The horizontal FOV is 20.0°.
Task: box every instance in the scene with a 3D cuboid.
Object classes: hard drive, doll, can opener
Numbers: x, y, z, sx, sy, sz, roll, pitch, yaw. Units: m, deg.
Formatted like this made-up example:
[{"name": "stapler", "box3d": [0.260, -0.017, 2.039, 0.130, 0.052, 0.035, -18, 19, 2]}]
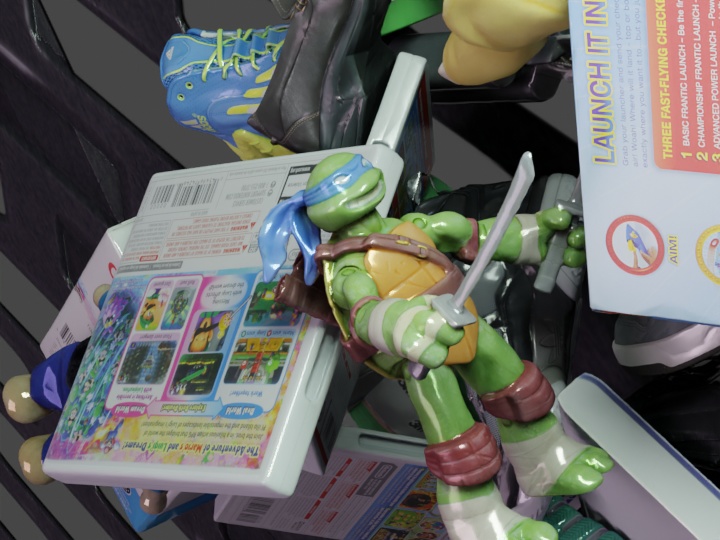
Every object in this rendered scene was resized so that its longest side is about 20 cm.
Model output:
[{"name": "hard drive", "box3d": [0.162, 0.142, 1.058, 0.132, 0.025, 0.200, 44, 168, 27]}, {"name": "doll", "box3d": [-0.142, 0.077, 1.189, 0.200, 0.048, 0.137, -26, 78, 53]}, {"name": "can opener", "box3d": [0.083, -0.124, 1.068, 0.200, 0.053, 0.067, 7, 83, 60]}]

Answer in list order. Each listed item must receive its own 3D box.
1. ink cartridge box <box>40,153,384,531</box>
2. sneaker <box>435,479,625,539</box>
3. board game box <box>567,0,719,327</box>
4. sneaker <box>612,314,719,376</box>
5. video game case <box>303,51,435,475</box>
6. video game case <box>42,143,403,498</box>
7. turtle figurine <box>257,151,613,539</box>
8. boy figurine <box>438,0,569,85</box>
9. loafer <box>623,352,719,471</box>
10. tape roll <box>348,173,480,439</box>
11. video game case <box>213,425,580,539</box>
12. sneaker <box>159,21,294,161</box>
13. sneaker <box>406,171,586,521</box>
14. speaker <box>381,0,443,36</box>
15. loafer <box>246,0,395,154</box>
[{"name": "ink cartridge box", "box3d": [-0.089, 0.048, 1.284, 0.147, 0.146, 0.200, 61, 152, 10]}, {"name": "sneaker", "box3d": [0.118, 0.176, 1.104, 0.200, 0.074, 0.088, 54, 174, 43]}, {"name": "board game box", "box3d": [0.183, -0.072, 0.809, 0.195, 0.056, 0.201, 8, 116, 32]}, {"name": "sneaker", "box3d": [0.161, -0.028, 0.946, 0.121, 0.084, 0.200, 60, 145, 2]}, {"name": "video game case", "box3d": [0.000, 0.000, 1.099, 0.017, 0.201, 0.143, 17, 163, 10]}, {"name": "video game case", "box3d": [-0.075, 0.026, 1.053, 0.024, 0.183, 0.200, 32, 158, -35]}, {"name": "turtle figurine", "box3d": [0.066, 0.025, 0.914, 0.144, 0.199, 0.194, -87, -27, -72]}, {"name": "boy figurine", "box3d": [0.062, -0.140, 0.948, 0.200, 0.064, 0.125, -91, 19, -66]}, {"name": "loafer", "box3d": [0.189, 0.078, 0.999, 0.071, 0.068, 0.200, 62, 156, -5]}, {"name": "tape roll", "box3d": [0.034, 0.035, 1.265, 0.200, 0.048, 0.201, 41, 144, 39]}, {"name": "video game case", "box3d": [0.024, 0.135, 1.225, 0.143, 0.199, 0.018, 123, 154, -58]}, {"name": "sneaker", "box3d": [-0.066, -0.115, 1.248, 0.200, 0.105, 0.076, 143, 140, -63]}, {"name": "sneaker", "box3d": [0.057, 0.044, 1.085, 0.075, 0.113, 0.201, 51, -135, -79]}, {"name": "speaker", "box3d": [-0.021, -0.223, 1.112, 0.088, 0.088, 0.201, -9, 104, 62]}, {"name": "loafer", "box3d": [-0.018, -0.144, 1.044, 0.072, 0.073, 0.201, 15, 118, 11]}]
